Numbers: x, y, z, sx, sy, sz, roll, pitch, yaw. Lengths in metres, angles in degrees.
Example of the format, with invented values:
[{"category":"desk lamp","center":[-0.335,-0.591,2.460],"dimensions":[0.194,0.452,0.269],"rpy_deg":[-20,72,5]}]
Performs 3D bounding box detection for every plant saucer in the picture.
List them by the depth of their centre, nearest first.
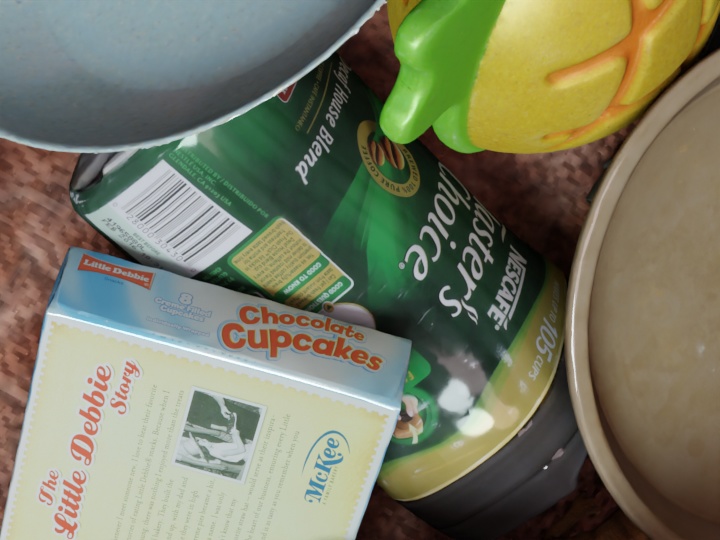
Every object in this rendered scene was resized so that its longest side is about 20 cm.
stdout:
[{"category":"plant saucer","center":[-0.053,-0.117,0.714],"dimensions":[0.201,0.201,0.039],"rpy_deg":[-40,144,0]},{"category":"plant saucer","center":[0.154,0.010,0.777],"dimensions":[0.200,0.029,0.201],"rpy_deg":[-5,103,-24]}]

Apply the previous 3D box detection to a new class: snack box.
[{"category":"snack box","center":[-0.064,0.090,0.773],"dimensions":[0.116,0.037,0.200],"rpy_deg":[16,129,-3]}]

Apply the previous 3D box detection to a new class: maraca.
[{"category":"maraca","center":[0.059,-0.097,0.732],"dimensions":[0.107,0.200,0.137],"rpy_deg":[28,106,15]}]

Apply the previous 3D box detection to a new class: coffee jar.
[{"category":"coffee jar","center":[0.000,0.000,0.781],"dimensions":[0.085,0.104,0.200],"rpy_deg":[-35,114,29]}]

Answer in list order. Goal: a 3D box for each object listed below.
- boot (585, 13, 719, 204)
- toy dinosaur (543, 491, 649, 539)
[{"category":"boot","center":[0.198,-0.069,0.835],"dimensions":[0.182,0.073,0.200],"rpy_deg":[33,89,-21]},{"category":"toy dinosaur","center":[0.066,0.146,0.834],"dimensions":[0.060,0.106,0.200],"rpy_deg":[23,91,-15]}]
